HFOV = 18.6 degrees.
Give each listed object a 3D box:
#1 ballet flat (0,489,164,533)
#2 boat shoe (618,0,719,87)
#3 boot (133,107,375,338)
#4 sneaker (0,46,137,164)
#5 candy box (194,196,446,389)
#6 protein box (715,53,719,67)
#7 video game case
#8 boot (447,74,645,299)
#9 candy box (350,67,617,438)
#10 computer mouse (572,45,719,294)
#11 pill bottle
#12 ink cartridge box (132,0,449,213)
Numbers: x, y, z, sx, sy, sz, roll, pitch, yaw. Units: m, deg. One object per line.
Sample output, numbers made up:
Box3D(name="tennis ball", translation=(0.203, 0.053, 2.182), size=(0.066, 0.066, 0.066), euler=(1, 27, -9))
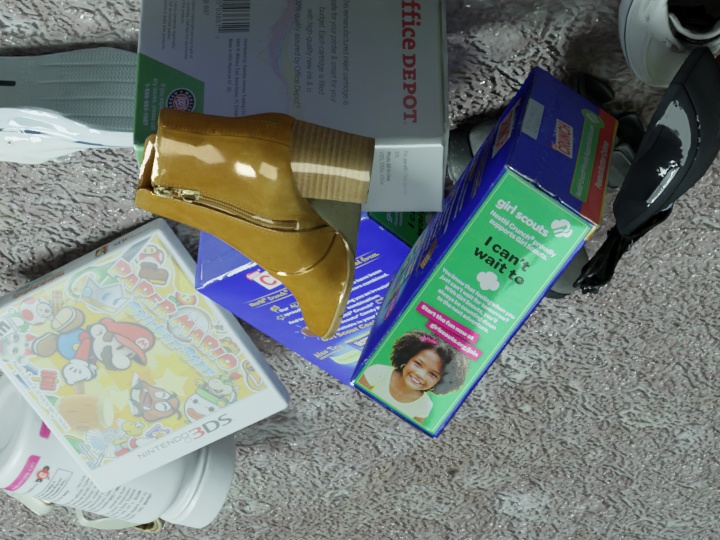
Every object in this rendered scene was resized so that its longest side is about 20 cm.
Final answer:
Box3D(name="ballet flat", translation=(-0.266, 0.198, 2.008), size=(0.199, 0.063, 0.067), euler=(13, 145, -19))
Box3D(name="boat shoe", translation=(0.212, -0.172, 1.427), size=(0.073, 0.066, 0.200), euler=(1, 148, -3))
Box3D(name="boot", translation=(-0.071, -0.033, 1.382), size=(0.144, 0.071, 0.201), euler=(8, 144, -1))
Box3D(name="sneaker", translation=(-0.205, -0.110, 1.527), size=(0.199, 0.073, 0.071), euler=(6, 151, 8))
Box3D(name="candy box", translation=(0.000, 0.000, 1.687), size=(0.169, 0.077, 0.200), euler=(-21, 143, 31))
Box3D(name="protein box", translation=(0.361, -0.066, 1.450), size=(0.135, 0.199, 0.200), euler=(-38, 134, 22))
Box3D(name="video game case", translation=(-0.183, 0.072, 1.755), size=(0.182, 0.023, 0.200), euler=(-26, 121, 14))
Box3D(name="boot", translation=(0.160, -0.055, 1.609), size=(0.131, 0.070, 0.200), euler=(-18, 143, 23))
Box3D(name="candy box", translation=(0.086, -0.014, 1.482), size=(0.077, 0.169, 0.200), euler=(31, 119, -4))
Box3D(name="computer mouse", translation=(0.214, -0.075, 1.471), size=(0.046, 0.140, 0.200), euler=(30, 131, 10))
Box3D(name="pill bottle", translation=(-0.215, 0.153, 1.891), size=(0.200, 0.114, 0.113), euler=(19, 143, -27))
Box3D(name="ink cartridge box", translation=(-0.042, -0.117, 1.437), size=(0.199, 0.146, 0.088), euler=(-2, 148, 2))
